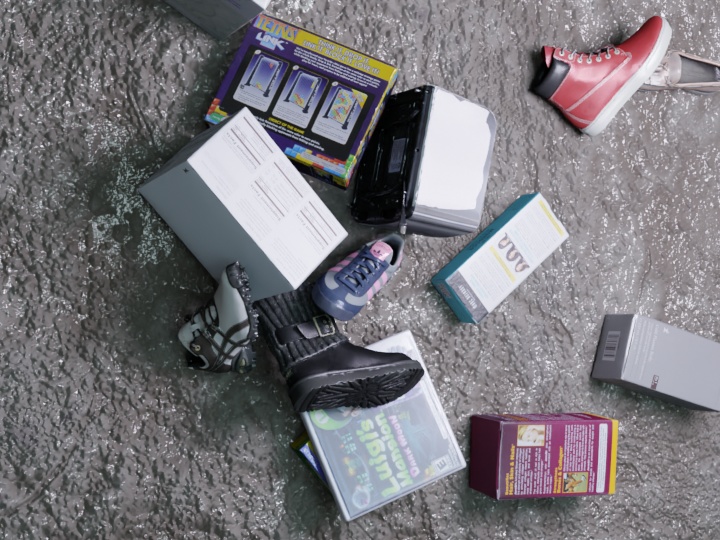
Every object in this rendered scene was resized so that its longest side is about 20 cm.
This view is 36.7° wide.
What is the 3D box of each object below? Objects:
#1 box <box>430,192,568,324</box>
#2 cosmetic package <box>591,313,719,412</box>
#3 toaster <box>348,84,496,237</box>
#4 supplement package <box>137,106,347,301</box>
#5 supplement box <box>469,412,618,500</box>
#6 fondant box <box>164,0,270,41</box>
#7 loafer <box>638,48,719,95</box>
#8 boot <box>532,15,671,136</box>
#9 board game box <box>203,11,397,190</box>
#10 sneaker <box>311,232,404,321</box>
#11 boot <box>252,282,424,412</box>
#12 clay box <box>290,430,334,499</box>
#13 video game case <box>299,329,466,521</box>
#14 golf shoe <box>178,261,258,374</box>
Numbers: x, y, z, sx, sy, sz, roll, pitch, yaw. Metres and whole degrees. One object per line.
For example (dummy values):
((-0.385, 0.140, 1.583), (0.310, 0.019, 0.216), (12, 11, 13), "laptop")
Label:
((0.201, -0.018, 1.554), (0.200, 0.049, 0.082), (-41, 105, -18), "box")
((0.461, 0.141, 1.648), (0.200, 0.090, 0.107), (16, 81, -19), "cosmetic package")
((0.077, -0.132, 1.429), (0.118, 0.181, 0.201), (12, 85, -24), "toaster")
((-0.147, -0.073, 1.339), (0.200, 0.156, 0.111), (51, 59, -15), "supplement package")
((0.263, 0.264, 1.562), (0.200, 0.086, 0.111), (3, 89, -23), "supplement box")
((-0.188, -0.357, 1.305), (0.144, 0.200, 0.058), (34, 77, -19), "fondant box")
((0.488, -0.310, 1.669), (0.200, 0.063, 0.072), (2, 90, -23), "loafer")
((0.347, -0.315, 1.584), (0.144, 0.072, 0.200), (36, 98, -16), "boot")
((-0.075, -0.217, 1.389), (0.200, 0.057, 0.166), (24, 79, 7), "board game box")
((0.000, 0.000, 1.394), (0.070, 0.200, 0.082), (38, 115, 3), "sneaker")
((-0.027, 0.092, 1.395), (0.211, 0.079, 0.158), (1, 50, -38), "boot")
((0.017, 0.215, 1.476), (0.200, 0.048, 0.115), (-42, 103, -17), "clay box")
((0.022, 0.202, 1.435), (0.181, 0.023, 0.200), (-21, 85, -17), "video game case")
((-0.175, 0.068, 1.329), (0.094, 0.200, 0.078), (-7, 51, -13), "golf shoe")
